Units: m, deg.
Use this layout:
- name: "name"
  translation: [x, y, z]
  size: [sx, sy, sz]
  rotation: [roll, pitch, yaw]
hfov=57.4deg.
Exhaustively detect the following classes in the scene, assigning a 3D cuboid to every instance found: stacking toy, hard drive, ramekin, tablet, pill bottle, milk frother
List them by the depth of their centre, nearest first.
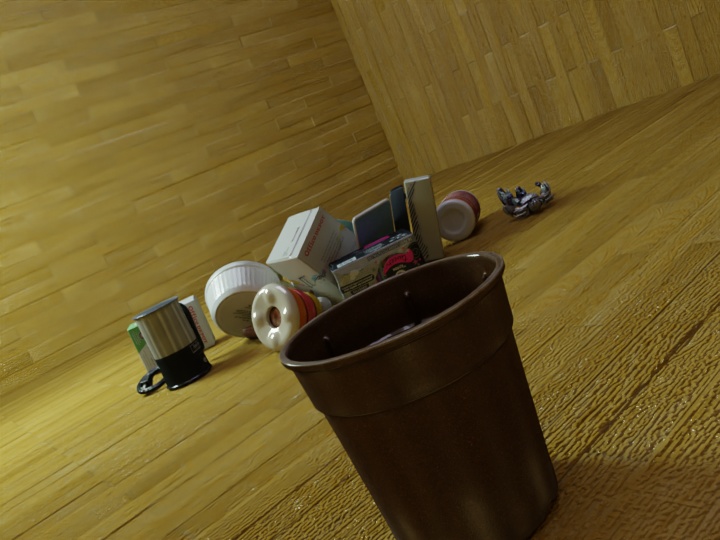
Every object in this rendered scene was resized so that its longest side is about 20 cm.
- name: "stacking toy"
  translation: [-0.133, 0.096, 1.491]
  size: [0.145, 0.148, 0.199]
  rotation: [-16, -7, 39]
- name: "milk frother"
  translation: [-0.483, 0.185, 1.575]
  size: [0.198, 0.190, 0.180]
  rotation: [-25, 9, -6]
- name: "tablet"
  translation: [0.040, -0.059, 1.592]
  size: [0.014, 0.202, 0.130]
  rotation: [17, 39, 42]
- name: "hard drive"
  translation: [0.108, -0.112, 1.670]
  size: [0.042, 0.203, 0.135]
  rotation: [-10, 10, 5]
- name: "ramekin"
  translation: [-0.296, 0.082, 1.683]
  size: [0.200, 0.203, 0.095]
  rotation: [-24, 40, 3]
- name: "pill bottle"
  translation: [0.268, -0.156, 1.793]
  size: [0.111, 0.113, 0.200]
  rotation: [-20, 10, 22]

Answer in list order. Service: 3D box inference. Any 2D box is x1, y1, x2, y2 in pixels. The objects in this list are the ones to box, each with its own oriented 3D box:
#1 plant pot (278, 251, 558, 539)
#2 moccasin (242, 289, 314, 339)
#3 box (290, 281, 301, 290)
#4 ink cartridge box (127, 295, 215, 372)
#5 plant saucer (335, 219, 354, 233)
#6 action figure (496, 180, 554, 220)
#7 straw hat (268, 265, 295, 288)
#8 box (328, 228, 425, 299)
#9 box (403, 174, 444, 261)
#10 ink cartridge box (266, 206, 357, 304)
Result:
- name: "plant pot"
  translation: [0.061, 0.116, 0.554]
  size: [0.198, 0.200, 0.200]
  rotation: [-23, 10, 4]
- name: "moccasin"
  translation: [-0.200, 0.108, 1.620]
  size: [0.199, 0.078, 0.074]
  rotation: [-24, 9, 5]
- name: "box"
  translation: [-0.109, -0.003, 1.922]
  size: [0.182, 0.106, 0.200]
  rotation: [-26, 10, -13]
- name: "ink cartridge box"
  translation: [-0.523, 0.179, 1.838]
  size: [0.198, 0.146, 0.084]
  rotation: [-25, 10, -10]
- name: "plant saucer"
  translation: [-0.017, -0.085, 1.713]
  size: [0.197, 0.036, 0.200]
  rotation: [14, -9, 2]
- name: "action figure"
  translation: [0.421, -0.183, 1.701]
  size: [0.129, 0.070, 0.200]
  rotation: [-20, 12, -3]
- name: "straw hat"
  translation: [-0.224, 0.072, 1.839]
  size: [0.084, 0.203, 0.201]
  rotation: [21, 22, 9]
- name: "box"
  translation: [0.042, 0.002, 1.489]
  size: [0.198, 0.116, 0.132]
  rotation: [-26, 11, -2]
- name: "box"
  translation: [0.158, -0.129, 1.628]
  size: [0.067, 0.203, 0.082]
  rotation: [-10, 10, 7]
- name: "ink cartridge box"
  translation: [-0.097, -0.032, 1.620]
  size: [0.144, 0.199, 0.149]
  rotation: [-11, 49, 50]
